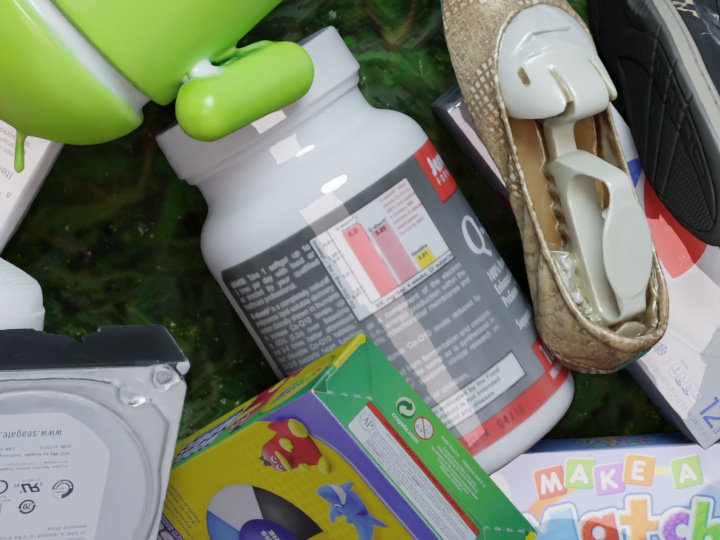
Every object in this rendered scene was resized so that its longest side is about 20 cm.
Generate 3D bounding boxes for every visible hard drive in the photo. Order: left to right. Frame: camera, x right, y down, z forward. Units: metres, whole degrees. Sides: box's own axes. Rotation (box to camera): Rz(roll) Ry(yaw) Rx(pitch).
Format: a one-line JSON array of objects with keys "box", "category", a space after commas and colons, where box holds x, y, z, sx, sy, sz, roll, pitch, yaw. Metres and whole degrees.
[{"box": [-0.155, 0.118, 0.919, 0.140, 0.038, 0.200, 0, 119, -27], "category": "hard drive"}]

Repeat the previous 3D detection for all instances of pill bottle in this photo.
[{"box": [0.000, 0.000, 0.987, 0.116, 0.116, 0.200, -32, 98, -1], "category": "pill bottle"}]

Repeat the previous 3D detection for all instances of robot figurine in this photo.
[{"box": [-0.091, -0.134, 0.893, 0.200, 0.116, 0.175, -41, 82, 4], "category": "robot figurine"}]

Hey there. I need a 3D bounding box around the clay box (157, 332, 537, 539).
[{"box": [-0.029, 0.114, 0.967, 0.115, 0.200, 0.048, 49, 48, -7], "category": "clay box"}]

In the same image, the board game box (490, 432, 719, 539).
[{"box": [0.123, 0.179, 1.056, 0.151, 0.037, 0.200, -3, 95, -5], "category": "board game box"}]

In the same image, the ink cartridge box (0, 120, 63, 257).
[{"box": [-0.233, -0.025, 0.981, 0.145, 0.084, 0.200, 30, 91, -7], "category": "ink cartridge box"}]

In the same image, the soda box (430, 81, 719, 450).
[{"box": [0.118, -0.016, 1.021, 0.063, 0.068, 0.200, -38, 97, -1], "category": "soda box"}]

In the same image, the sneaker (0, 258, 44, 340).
[{"box": [-0.210, -0.047, 0.901, 0.200, 0.074, 0.116, 21, 96, -7], "category": "sneaker"}]

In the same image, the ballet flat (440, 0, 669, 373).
[{"box": [0.091, -0.052, 0.944, 0.071, 0.065, 0.200, -24, 100, -26], "category": "ballet flat"}]

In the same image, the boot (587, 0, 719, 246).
[{"box": [0.191, -0.091, 0.972, 0.151, 0.200, 0.073, -4, 129, -10], "category": "boot"}]
